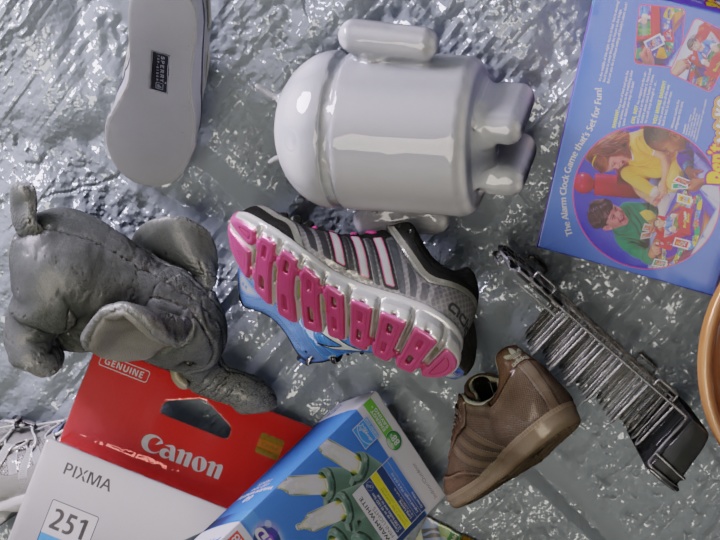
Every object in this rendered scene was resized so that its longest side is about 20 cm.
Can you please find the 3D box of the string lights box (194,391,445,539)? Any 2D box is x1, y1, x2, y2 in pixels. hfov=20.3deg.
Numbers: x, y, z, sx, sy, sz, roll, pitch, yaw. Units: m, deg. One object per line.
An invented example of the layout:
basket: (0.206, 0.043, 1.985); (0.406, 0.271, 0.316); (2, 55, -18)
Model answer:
string lights box: (-0.035, 0.192, 1.512); (0.059, 0.200, 0.103); (-23, 105, 50)

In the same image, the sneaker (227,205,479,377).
sneaker: (0.000, 0.000, 1.440); (0.199, 0.088, 0.074); (26, 143, 18)

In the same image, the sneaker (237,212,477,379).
sneaker: (-0.004, 0.033, 1.522); (0.199, 0.079, 0.090); (26, 126, 12)

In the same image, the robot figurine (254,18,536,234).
robot figurine: (0.024, -0.098, 1.434); (0.198, 0.113, 0.171); (5, 119, 14)

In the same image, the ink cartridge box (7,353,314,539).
ink cartridge box: (-0.151, 0.171, 1.558); (0.198, 0.045, 0.178); (20, 83, 4)

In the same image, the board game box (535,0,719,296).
board game box: (0.211, -0.097, 1.417); (0.133, 0.045, 0.202); (16, 113, 10)

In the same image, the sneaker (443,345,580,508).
sneaker: (0.102, 0.114, 1.489); (0.076, 0.070, 0.200); (60, 152, 11)

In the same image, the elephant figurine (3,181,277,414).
elephant figurine: (-0.161, 0.025, 1.528); (0.198, 0.155, 0.143); (10, 88, 11)

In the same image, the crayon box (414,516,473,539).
crayon box: (0.111, 0.299, 1.592); (0.199, 0.052, 0.127); (27, 115, 6)

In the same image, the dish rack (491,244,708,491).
dish rack: (0.163, 0.062, 1.436); (0.200, 0.153, 0.055); (42, 94, -2)

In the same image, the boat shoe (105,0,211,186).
boat shoe: (-0.145, -0.151, 1.490); (0.071, 0.066, 0.201); (15, 135, 7)

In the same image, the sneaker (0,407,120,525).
sneaker: (-0.275, 0.151, 1.636); (0.199, 0.075, 0.082); (-30, 94, 20)

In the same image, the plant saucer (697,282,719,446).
plant saucer: (0.321, 0.061, 1.403); (0.198, 0.037, 0.202); (-1, 94, -17)
